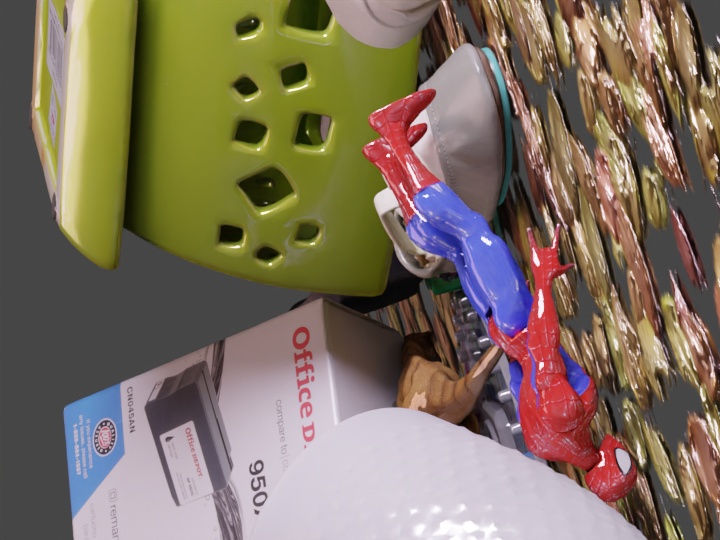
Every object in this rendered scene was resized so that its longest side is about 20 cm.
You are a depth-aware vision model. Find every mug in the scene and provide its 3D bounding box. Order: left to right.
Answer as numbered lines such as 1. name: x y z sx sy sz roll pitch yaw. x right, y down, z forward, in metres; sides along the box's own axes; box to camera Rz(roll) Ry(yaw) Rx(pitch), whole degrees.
1. mug: 0.072 0.164 1.182 0.175 0.148 0.200 20 169 47

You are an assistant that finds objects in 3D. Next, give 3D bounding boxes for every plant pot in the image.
1. plant pot: -0.081 -0.114 1.471 0.200 0.181 0.200 -113 26 -59

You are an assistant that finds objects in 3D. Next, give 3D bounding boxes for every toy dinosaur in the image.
1. toy dinosaur: 0.043 0.073 1.466 0.200 0.060 0.107 -166 68 -76

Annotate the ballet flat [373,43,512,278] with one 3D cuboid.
1. ballet flat: 0.038 -0.044 1.316 0.200 0.063 0.068 86 167 -69

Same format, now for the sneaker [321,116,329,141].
1. sneaker: -0.017 -0.071 1.681 0.077 0.080 0.201 -72 -24 -52

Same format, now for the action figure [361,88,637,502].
1. action figure: 0.067 0.014 1.204 0.201 0.052 0.065 63 163 15

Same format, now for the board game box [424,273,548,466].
1. board game box: 0.080 0.109 1.597 0.200 0.026 0.200 79 173 -53

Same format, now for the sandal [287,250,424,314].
1. sandal: 0.001 0.000 1.603 0.200 0.076 0.043 141 111 -74

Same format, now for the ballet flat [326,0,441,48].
1. ballet flat: 0.015 -0.164 1.241 0.200 0.069 0.070 80 172 -47

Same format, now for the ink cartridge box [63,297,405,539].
1. ink cartridge box: -0.067 0.120 1.557 0.084 0.199 0.145 26 -132 -50
